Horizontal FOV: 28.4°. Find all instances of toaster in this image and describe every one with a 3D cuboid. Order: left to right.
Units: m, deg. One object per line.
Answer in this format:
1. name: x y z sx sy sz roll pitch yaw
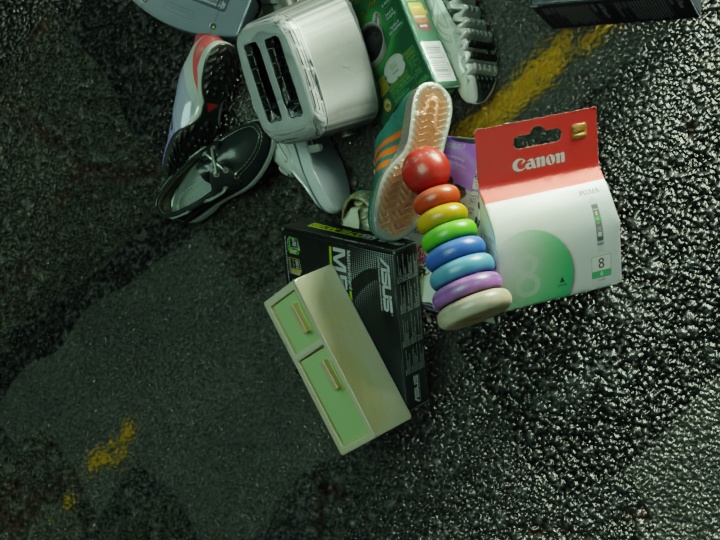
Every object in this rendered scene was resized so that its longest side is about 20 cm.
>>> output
1. toaster: -0.065 -0.246 1.709 0.113 0.129 0.202 -6 107 39

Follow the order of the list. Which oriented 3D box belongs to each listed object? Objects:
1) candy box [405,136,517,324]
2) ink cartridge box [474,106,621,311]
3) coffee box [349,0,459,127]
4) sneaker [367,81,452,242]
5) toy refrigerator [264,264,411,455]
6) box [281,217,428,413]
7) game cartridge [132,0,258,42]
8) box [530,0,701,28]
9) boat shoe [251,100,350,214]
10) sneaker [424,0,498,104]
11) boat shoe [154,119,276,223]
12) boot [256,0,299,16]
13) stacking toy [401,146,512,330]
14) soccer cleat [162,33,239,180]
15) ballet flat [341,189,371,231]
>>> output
1. candy box: 0.102 -0.052 1.667 0.167 0.071 0.202 11 86 50
2. ink cartridge box: 0.211 -0.068 1.583 0.050 0.159 0.202 -144 45 -61
3. coffee box: 0.042 -0.280 1.740 0.123 0.044 0.201 -42 65 50
4. sneaker: 0.048 -0.117 1.637 0.080 0.071 0.202 -24 42 60
5. toy refrigerator: -0.029 0.104 1.642 0.076 0.070 0.201 -34 81 49
6. box: -0.008 0.050 1.681 0.192 0.047 0.202 16 118 45
7. game cartridge: -0.218 -0.383 1.895 0.199 0.041 0.134 25 91 24
8. box: 0.297 -0.393 1.641 0.180 0.104 0.202 0 84 24
9. boat shoe: -0.077 -0.151 1.798 0.065 0.073 0.201 -35 67 31
10. sneaker: 0.111 -0.291 1.734 0.081 0.075 0.202 -23 73 33
11. boat shoe: -0.186 -0.123 1.809 0.200 0.060 0.076 -43 64 32
12. boot: -0.135 -0.363 1.799 0.077 0.137 0.202 -11 63 66
13. stacking toy: 0.093 -0.041 1.552 0.085 0.085 0.202 -24 78 19
14. soccer cleat: -0.217 -0.212 1.862 0.073 0.068 0.202 39 115 48
15. ballet flat: 0.000 0.000 1.743 0.070 0.071 0.202 0 84 23
